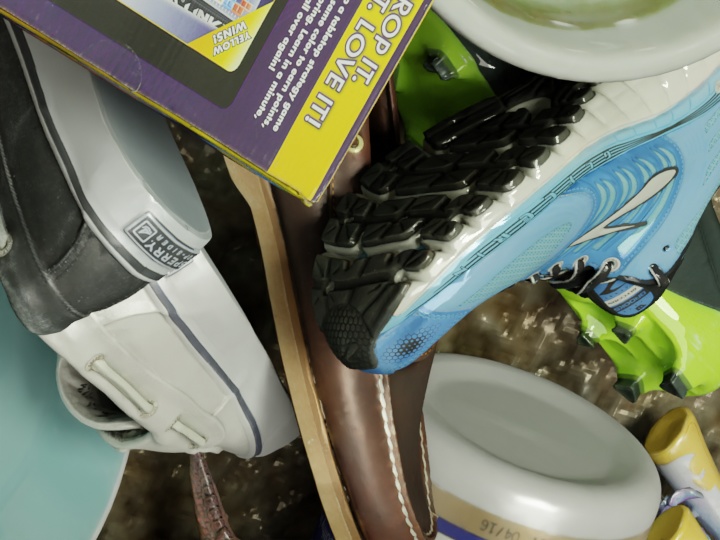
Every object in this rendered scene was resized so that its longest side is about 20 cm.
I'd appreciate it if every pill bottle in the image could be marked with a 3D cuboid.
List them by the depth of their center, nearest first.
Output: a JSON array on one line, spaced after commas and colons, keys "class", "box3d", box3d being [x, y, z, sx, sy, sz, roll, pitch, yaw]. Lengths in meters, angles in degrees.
[{"class": "pill bottle", "box3d": [0.026, 0.142, 1.088, 0.115, 0.116, 0.201, 12, 111, -25]}]

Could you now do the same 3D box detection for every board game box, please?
[{"class": "board game box", "box3d": [-0.030, -0.143, 0.784, 0.165, 0.057, 0.201, 32, 88, -44]}]

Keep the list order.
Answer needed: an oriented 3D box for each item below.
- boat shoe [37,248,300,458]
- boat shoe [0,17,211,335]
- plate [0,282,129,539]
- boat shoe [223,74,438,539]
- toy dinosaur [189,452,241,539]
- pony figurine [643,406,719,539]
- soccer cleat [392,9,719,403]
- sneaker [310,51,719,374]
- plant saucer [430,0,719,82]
[{"class": "boat shoe", "box3d": [-0.068, 0.030, 0.965, 0.066, 0.072, 0.200, -33, 166, -4]}, {"class": "boat shoe", "box3d": [-0.105, -0.062, 0.889, 0.068, 0.200, 0.074, -34, 144, 12]}, {"class": "plate", "box3d": [-0.131, 0.015, 0.945, 0.025, 0.201, 0.201, -2, 126, 26]}, {"class": "boat shoe", "box3d": [0.000, 0.000, 0.985, 0.070, 0.070, 0.201, -14, 93, 5]}, {"class": "toy dinosaur", "box3d": [-0.072, 0.169, 1.054, 0.085, 0.136, 0.201, 21, 107, -28]}, {"class": "pony figurine", "box3d": [0.187, 0.134, 1.135, 0.200, 0.166, 0.193, 43, 83, -25]}, {"class": "soccer cleat", "box3d": [0.078, -0.039, 1.050, 0.200, 0.067, 0.081, 49, 62, -24]}, {"class": "sneaker", "box3d": [0.072, -0.016, 0.959, 0.200, 0.078, 0.090, -34, 112, -28]}, {"class": "plant saucer", "box3d": [0.076, -0.161, 0.911, 0.199, 0.050, 0.201, -8, 107, -26]}]
